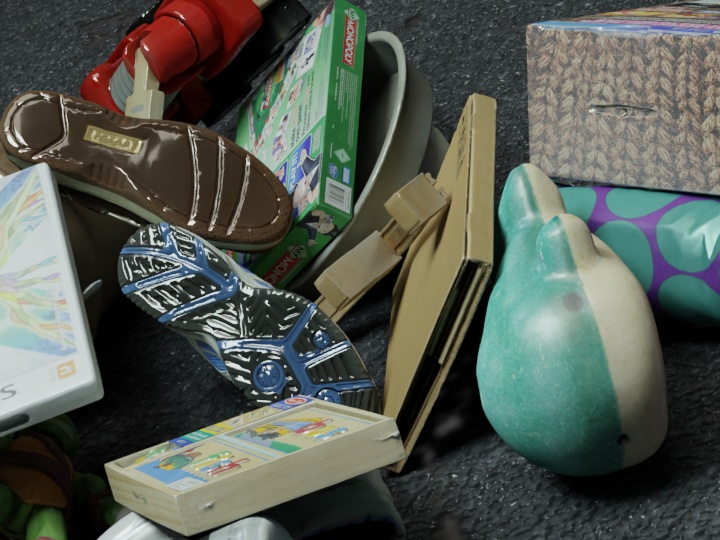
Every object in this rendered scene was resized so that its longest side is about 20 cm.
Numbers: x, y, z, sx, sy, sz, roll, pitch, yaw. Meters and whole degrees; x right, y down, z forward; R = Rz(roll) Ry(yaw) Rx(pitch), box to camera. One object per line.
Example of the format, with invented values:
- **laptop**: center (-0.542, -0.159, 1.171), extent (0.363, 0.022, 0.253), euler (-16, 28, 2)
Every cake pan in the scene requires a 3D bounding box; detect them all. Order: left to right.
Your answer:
- **cake pan**: center (-0.012, -0.067, 1.790), extent (0.200, 0.037, 0.201), euler (-49, 26, 34)

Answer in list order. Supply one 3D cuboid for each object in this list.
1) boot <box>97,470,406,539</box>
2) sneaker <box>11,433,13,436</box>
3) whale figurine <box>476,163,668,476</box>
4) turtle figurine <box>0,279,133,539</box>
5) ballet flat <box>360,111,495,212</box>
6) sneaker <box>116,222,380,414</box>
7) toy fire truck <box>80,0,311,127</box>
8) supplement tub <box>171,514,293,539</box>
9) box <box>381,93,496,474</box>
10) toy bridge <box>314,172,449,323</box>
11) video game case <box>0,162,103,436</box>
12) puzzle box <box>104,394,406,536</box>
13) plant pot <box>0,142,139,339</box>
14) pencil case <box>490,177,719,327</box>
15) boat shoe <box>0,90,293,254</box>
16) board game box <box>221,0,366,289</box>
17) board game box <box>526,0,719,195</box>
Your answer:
- **boot**: center (-0.072, 0.168, 1.507), extent (0.199, 0.074, 0.096), euler (-26, 22, -6)
- **sneaker**: center (-0.284, 0.106, 1.709), extent (0.080, 0.086, 0.200), euler (27, 71, 10)
- **whale figurine**: center (0.107, 0.030, 1.514), extent (0.103, 0.159, 0.200), euler (-17, 48, -5)
- **turtle figurine**: center (-0.187, 0.121, 1.601), extent (0.199, 0.144, 0.194), euler (-16, 29, 22)
- **ballet flat**: center (0.031, -0.075, 1.835), extent (0.068, 0.069, 0.200), euler (-26, 29, -13)
- **sneaker**: center (-0.062, 0.040, 1.658), extent (0.200, 0.077, 0.076), euler (40, 92, 17)
- **toy fire truck**: center (-0.142, -0.124, 1.846), extent (0.200, 0.129, 0.176), euler (-41, -1, -34)
- **supplement tub**: center (-0.123, 0.217, 1.417), extent (0.199, 0.123, 0.123), euler (-18, 30, 10)
- **box**: center (0.049, 0.005, 1.625), extent (0.021, 0.164, 0.200), euler (17, 32, -7)
- **toy bridge**: center (0.000, 0.000, 1.673), extent (0.067, 0.027, 0.200), euler (-39, -7, -45)
- **video game case**: center (-0.261, 0.034, 1.614), extent (0.182, 0.022, 0.200), euler (-21, 46, 2)
- **puzzle box**: center (-0.064, 0.109, 1.496), extent (0.133, 0.026, 0.200), euler (-18, 6, -16)
- **plant pot**: center (-0.239, -0.019, 1.848), extent (0.200, 0.201, 0.175), euler (-4, 18, 32)
- **pencil case**: center (0.176, -0.012, 1.610), extent (0.200, 0.085, 0.092), euler (8, 3, 43)
- **boat shoe**: center (-0.138, -0.061, 1.719), extent (0.202, 0.075, 0.075), euler (24, 69, 7)
- **board game box**: center (-0.047, -0.076, 1.790), extent (0.135, 0.029, 0.200), euler (-46, 29, 41)
- **board game box**: center (0.229, -0.115, 1.645), extent (0.200, 0.097, 0.159), euler (-13, 15, -43)
